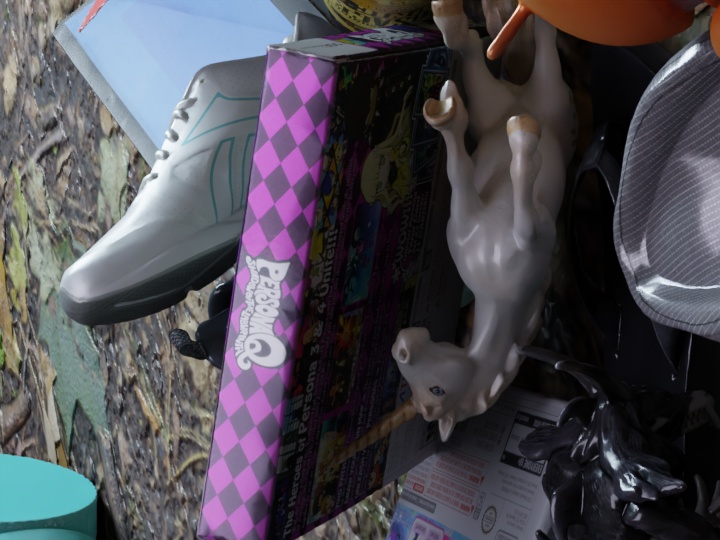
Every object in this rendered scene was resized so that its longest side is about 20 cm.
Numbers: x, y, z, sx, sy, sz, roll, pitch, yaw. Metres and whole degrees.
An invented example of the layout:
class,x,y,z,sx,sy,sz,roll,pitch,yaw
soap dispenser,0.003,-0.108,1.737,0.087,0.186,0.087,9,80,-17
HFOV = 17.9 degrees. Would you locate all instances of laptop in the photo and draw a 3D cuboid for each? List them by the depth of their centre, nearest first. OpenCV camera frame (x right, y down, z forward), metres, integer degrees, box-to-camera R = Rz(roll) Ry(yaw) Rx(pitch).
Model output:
class,x,y,z,sx,sy,sz,roll,pitch,yaw
laptop,-0.078,-0.177,1.175,0.177,0.103,0.200,50,141,47

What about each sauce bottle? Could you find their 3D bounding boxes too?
class,x,y,z,sx,sy,sz,roll,pitch,yaw
sauce bottle,0.012,-0.135,0.997,0.200,0.066,0.066,111,149,-85

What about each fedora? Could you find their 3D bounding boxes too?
class,x,y,z,sx,sy,sz,roll,pitch,yaw
fedora,0.147,-0.026,0.765,0.200,0.090,0.177,-36,65,62

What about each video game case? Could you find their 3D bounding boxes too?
class,x,y,z,sx,sy,sz,roll,pitch,yaw
video game case,0.000,0.000,0.945,0.036,0.181,0.200,14,105,21
video game case,0.042,0.138,0.987,0.200,0.024,0.182,-172,101,-76

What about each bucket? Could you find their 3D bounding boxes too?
class,x,y,z,sx,sy,sz,roll,pitch,yaw
bucket,-0.277,0.214,1.610,0.207,0.207,0.135,25,112,61

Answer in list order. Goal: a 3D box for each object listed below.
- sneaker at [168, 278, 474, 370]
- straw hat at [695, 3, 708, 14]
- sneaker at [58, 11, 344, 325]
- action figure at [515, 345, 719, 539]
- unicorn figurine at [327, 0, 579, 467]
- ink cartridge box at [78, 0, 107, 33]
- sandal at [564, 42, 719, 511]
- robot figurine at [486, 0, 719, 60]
class,x,y,z,sx,sy,sz,roll,pitch,yaw
sneaker,-0.023,0.012,1.073,0.078,0.140,0.200,58,146,41
straw hat,0.071,-0.190,0.879,0.201,0.085,0.201,29,123,59
sneaker,-0.069,-0.046,1.074,0.080,0.200,0.070,51,156,4
action figure,0.125,0.107,0.844,0.119,0.102,0.200,9,122,63
unicorn figurine,0.052,-0.029,0.903,0.074,0.200,0.138,15,143,23
ink cartridge box,-0.085,-0.230,1.086,0.162,0.050,0.200,-38,24,49
sandal,0.111,0.007,0.905,0.076,0.043,0.201,12,108,63
robot figurine,0.111,-0.147,0.709,0.144,0.200,0.117,55,-161,-12
